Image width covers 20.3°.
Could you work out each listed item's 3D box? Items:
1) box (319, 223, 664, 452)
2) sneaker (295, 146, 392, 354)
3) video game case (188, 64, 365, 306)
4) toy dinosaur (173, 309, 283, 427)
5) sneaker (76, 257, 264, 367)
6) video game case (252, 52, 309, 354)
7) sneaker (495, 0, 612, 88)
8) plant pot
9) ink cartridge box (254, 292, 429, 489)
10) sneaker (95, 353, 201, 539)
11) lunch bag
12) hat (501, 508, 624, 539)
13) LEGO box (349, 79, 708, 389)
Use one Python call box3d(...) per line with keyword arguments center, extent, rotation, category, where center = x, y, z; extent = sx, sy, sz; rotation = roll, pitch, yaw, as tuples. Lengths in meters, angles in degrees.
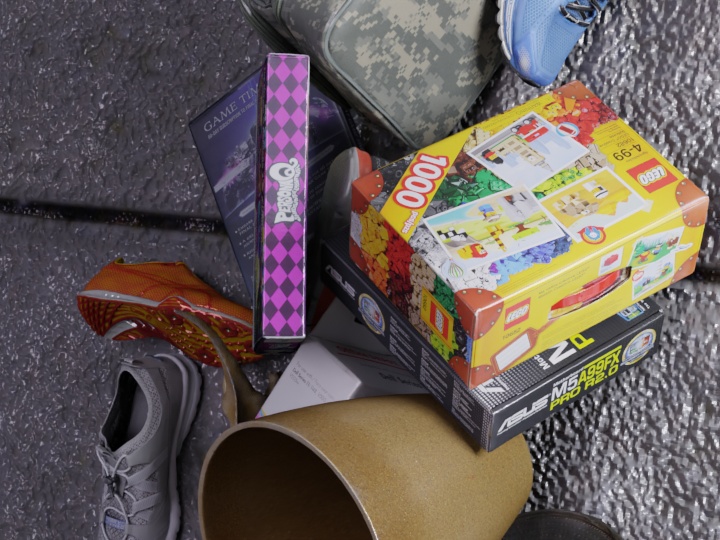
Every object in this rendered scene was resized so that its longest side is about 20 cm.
box3d(center=(0.091, 0.018, 1.425), extent=(0.200, 0.159, 0.044), rotation=(45, 149, 34), category="box")
box3d(center=(0.000, 0.000, 1.533), extent=(0.077, 0.081, 0.201), rotation=(-99, 22, -47), category="sneaker")
box3d(center=(-0.057, -0.074, 1.632), extent=(0.142, 0.019, 0.201), rotation=(-34, 62, 26), category="video game case")
box3d(center=(-0.088, 0.105, 1.557), extent=(0.058, 0.101, 0.202), rotation=(-7, 110, 12), category="toy dinosaur")
box3d(center=(-0.146, 0.024, 1.642), extent=(0.199, 0.073, 0.077), rotation=(16, 51, 34), category="sneaker")
box3d(center=(-0.059, -0.043, 1.484), extent=(0.035, 0.181, 0.202), rotation=(1, 83, -4), category="video game case")
box3d(center=(0.169, -0.224, 1.459), extent=(0.089, 0.078, 0.201), rotation=(31, 99, 39), category="sneaker")
box3d(center=(0.022, 0.163, 1.394), extent=(0.186, 0.199, 0.188), rotation=(20, 119, 41), category="plant pot")
box3d(center=(-0.016, 0.120, 1.501), extent=(0.067, 0.117, 0.201), rotation=(41, 106, 36), category="ink cartridge box")
box3d(center=(-0.192, 0.163, 1.645), extent=(0.074, 0.082, 0.202), rotation=(5, 84, 37), category="sneaker")
box3d(center=(-0.004, -0.201, 1.507), extent=(0.167, 0.200, 0.140), rotation=(36, 88, 37), category="lunch bag")
box3d(center=(0.108, 0.257, 1.405), extent=(0.199, 0.081, 0.203), rotation=(-10, 74, 35), category="hat")
box3d(center=(0.113, -0.029, 1.386), extent=(0.149, 0.199, 0.078), rotation=(46, 150, 34), category="LEGO box")
